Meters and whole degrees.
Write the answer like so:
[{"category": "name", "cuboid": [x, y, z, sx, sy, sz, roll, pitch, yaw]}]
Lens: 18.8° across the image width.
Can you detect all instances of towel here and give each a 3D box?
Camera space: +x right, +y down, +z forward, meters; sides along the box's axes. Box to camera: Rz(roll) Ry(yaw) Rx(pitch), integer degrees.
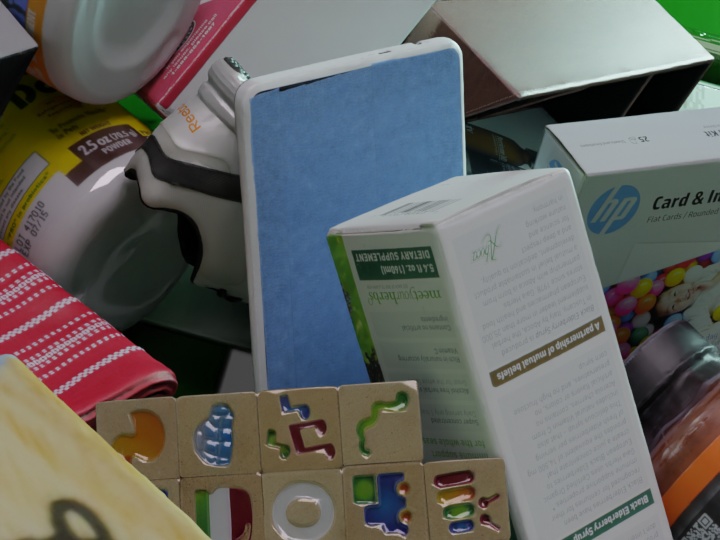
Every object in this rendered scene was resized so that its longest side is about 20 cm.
[{"category": "towel", "cuboid": [-0.192, 0.021, 0.950, 0.199, 0.023, 0.144, 36, 38, 26]}]

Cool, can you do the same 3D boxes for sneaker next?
[{"category": "sneaker", "cuboid": [-0.041, -0.009, 1.042, 0.080, 0.200, 0.074, -38, 34, -3]}]

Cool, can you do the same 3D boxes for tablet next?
[{"category": "tablet", "cuboid": [0.000, 0.000, 1.010, 0.129, 0.202, 0.014, -16, 23, -35]}]

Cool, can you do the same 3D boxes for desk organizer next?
[{"category": "desk organizer", "cuboid": [0.100, -0.105, 1.170, 0.077, 0.072, 0.199, 48, 35, 21]}]

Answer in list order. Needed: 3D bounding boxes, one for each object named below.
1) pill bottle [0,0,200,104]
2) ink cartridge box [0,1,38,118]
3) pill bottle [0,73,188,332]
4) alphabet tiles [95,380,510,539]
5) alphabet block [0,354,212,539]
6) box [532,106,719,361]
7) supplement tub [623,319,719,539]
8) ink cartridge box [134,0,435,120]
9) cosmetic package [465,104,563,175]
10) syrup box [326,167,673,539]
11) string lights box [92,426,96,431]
[{"category": "pill bottle", "cuboid": [-0.179, -0.169, 1.042, 0.199, 0.113, 0.112, 29, 38, 24]}, {"category": "ink cartridge box", "cuboid": [-0.233, -0.052, 0.927, 0.039, 0.100, 0.199, 48, 40, 14]}, {"category": "pill bottle", "cuboid": [-0.177, -0.060, 1.086, 0.200, 0.110, 0.109, 38, 41, 27]}, {"category": "alphabet tiles", "cuboid": [-0.037, 0.131, 0.866, 0.198, 0.006, 0.168, -4, 77, -2]}, {"category": "alphabet block", "cuboid": [-0.131, 0.185, 0.705, 0.200, 0.198, 0.195, 37, 46, 27]}, {"category": "box", "cuboid": [0.131, 0.016, 1.025, 0.155, 0.201, 0.041, -7, 41, -30]}, {"category": "supplement tub", "cuboid": [0.189, 0.115, 0.967, 0.107, 0.107, 0.200, -26, 66, -43]}, {"category": "ink cartridge box", "cuboid": [-0.061, -0.138, 1.139, 0.084, 0.145, 0.200, 40, 0, -27]}, {"category": "cosmetic package", "cuboid": [0.089, -0.043, 1.191, 0.150, 0.052, 0.201, 21, 33, -20]}, {"category": "syrup box", "cuboid": [0.064, 0.063, 0.933, 0.081, 0.202, 0.078, -23, 13, -33]}, {"category": "string lights box", "cuboid": [-0.209, 0.070, 0.947, 0.199, 0.059, 0.103, 27, 37, 15]}]
